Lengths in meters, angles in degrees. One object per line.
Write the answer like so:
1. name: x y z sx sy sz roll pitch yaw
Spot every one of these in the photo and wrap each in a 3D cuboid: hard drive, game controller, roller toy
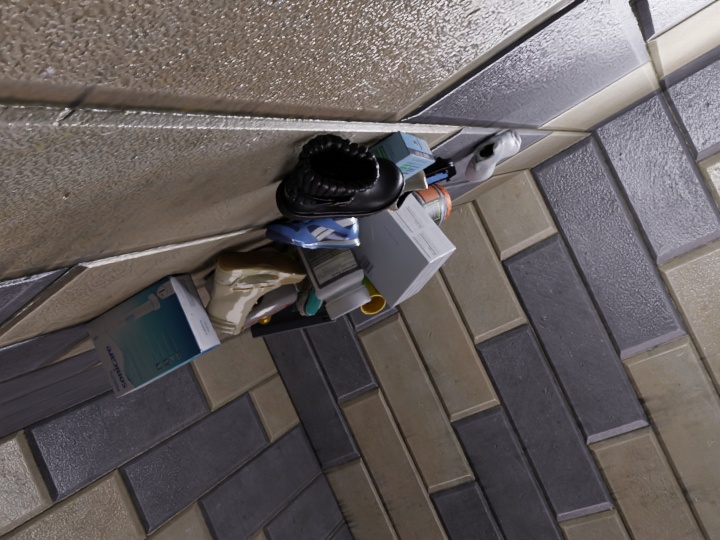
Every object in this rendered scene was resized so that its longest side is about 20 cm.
1. hard drive: -0.154 0.094 1.482 0.194 0.034 0.140 -12 -155 5
2. game controller: 0.165 -0.215 1.425 0.102 0.043 0.200 -28 177 10
3. roller toy: -0.233 0.049 1.365 0.180 0.143 0.199 -24 177 -38

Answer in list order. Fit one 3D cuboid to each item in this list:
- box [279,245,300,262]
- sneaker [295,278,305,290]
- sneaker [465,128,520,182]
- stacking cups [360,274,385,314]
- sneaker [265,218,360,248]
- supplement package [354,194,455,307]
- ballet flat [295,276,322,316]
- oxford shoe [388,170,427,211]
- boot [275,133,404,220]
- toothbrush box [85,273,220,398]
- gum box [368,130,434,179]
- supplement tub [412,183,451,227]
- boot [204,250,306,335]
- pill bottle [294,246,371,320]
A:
1. box: -0.086 -0.076 1.474 0.159 0.050 0.198 -28 178 -44
2. sneaker: -0.086 -0.003 1.527 0.083 0.077 0.198 -14 179 -36
3. sneaker: 0.295 -0.271 1.506 0.078 0.072 0.200 -15 166 -26
4. stacking cups: 0.000 0.000 1.405 0.059 0.203 0.061 -12 140 -11
5. sneaker: -0.087 -0.085 1.172 0.195 0.085 0.073 -3 -168 -36
6. supplement package: 0.072 -0.059 1.331 0.110 0.202 0.157 -23 159 -46
7. ballet flat: -0.089 0.004 1.405 0.063 0.075 0.203 29 -94 47
8. oxford shoe: 0.039 -0.141 1.214 0.197 0.075 0.070 -29 176 29
9. boot: -0.004 -0.125 0.839 0.206 0.082 0.157 -17 173 -26
10. toothbrush box: -0.379 0.118 1.158 0.196 0.150 0.085 -28 177 12
11. gum box: 0.013 -0.154 1.046 0.197 0.045 0.169 -30 176 21
12. supplement tub: 0.129 -0.143 1.549 0.197 0.125 0.122 -23 176 -41
13. boot: -0.209 0.046 1.232 0.196 0.073 0.159 -1 124 -45
14. pill bottle: -0.060 -0.012 1.291 0.111 0.205 0.113 -24 177 -1
